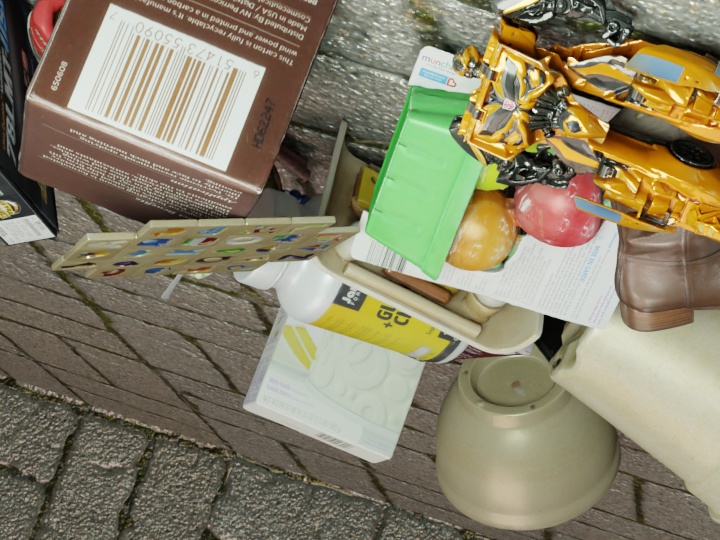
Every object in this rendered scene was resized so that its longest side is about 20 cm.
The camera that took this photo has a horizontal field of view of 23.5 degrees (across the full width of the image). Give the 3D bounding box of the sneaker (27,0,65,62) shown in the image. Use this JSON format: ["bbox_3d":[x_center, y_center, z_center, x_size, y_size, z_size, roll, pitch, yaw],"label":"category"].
[{"bbox_3d":[-0.168,-0.158,1.339,0.200,0.077,0.085,19,160,4],"label":"sneaker"}]

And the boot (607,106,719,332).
[{"bbox_3d":[0.251,-0.055,1.166,0.186,0.064,0.200,-19,133,-5],"label":"boot"}]

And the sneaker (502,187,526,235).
[{"bbox_3d":[0.174,-0.035,1.318,0.200,0.079,0.090,7,163,43],"label":"sneaker"}]

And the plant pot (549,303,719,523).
[{"bbox_3d":[0.262,0.073,1.399,0.183,0.201,0.200,30,165,-1],"label":"plant pot"}]

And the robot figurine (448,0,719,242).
[{"bbox_3d":[0.149,-0.093,1.051,0.200,0.058,0.145,19,124,3],"label":"robot figurine"}]

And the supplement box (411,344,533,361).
[{"bbox_3d":[0.095,0.021,1.555,0.061,0.109,0.200,26,165,-22],"label":"supplement box"}]

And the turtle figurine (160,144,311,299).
[{"bbox_3d":[-0.158,-0.072,1.496,0.200,0.144,0.194,6,156,32],"label":"turtle figurine"}]

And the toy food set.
[{"bbox_3d":[0.058,-0.031,1.375,0.200,0.144,0.060,27,131,-14],"label":"toy food set"}]

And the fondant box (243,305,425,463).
[{"bbox_3d":[-0.009,0.067,1.674,0.144,0.200,0.058,23,164,-11],"label":"fondant box"}]

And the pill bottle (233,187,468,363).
[{"bbox_3d":[0.000,0.000,1.438,0.200,0.112,0.112,18,167,-23],"label":"pill bottle"}]

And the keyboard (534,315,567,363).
[{"bbox_3d":[0.182,0.027,1.498,0.040,0.104,0.200,39,175,29],"label":"keyboard"}]

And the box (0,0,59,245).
[{"bbox_3d":[-0.282,-0.144,1.290,0.050,0.200,0.199,-10,159,3],"label":"box"}]

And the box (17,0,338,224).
[{"bbox_3d":[-0.130,-0.132,1.194,0.166,0.164,0.200,22,166,-8],"label":"box"}]

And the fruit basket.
[{"bbox_3d":[0.111,-0.057,1.219,0.200,0.094,0.185,13,128,-8],"label":"fruit basket"}]

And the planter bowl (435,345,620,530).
[{"bbox_3d":[0.170,0.154,1.824,0.200,0.200,0.135,13,136,26],"label":"planter bowl"}]

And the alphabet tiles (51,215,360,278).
[{"bbox_3d":[-0.110,-0.016,1.229,0.200,0.006,0.166,-2,170,-24],"label":"alphabet tiles"}]
